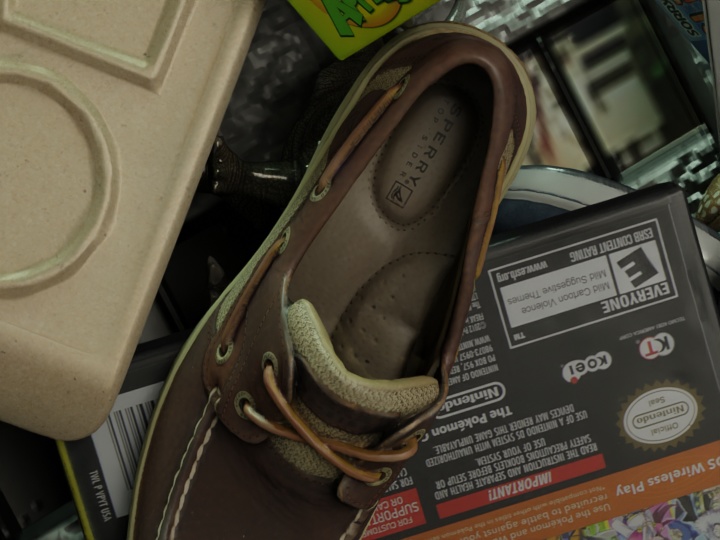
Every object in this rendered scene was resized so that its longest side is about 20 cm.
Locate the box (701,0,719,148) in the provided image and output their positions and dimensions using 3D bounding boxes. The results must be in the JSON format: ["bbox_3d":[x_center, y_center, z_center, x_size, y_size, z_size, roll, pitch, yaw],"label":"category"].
[{"bbox_3d":[0.184,-0.133,0.880,0.200,0.036,0.145,-32,122,-41],"label":"box"}]

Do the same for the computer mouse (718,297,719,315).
[{"bbox_3d":[0.204,0.056,0.821,0.140,0.046,0.201,-37,100,-32],"label":"computer mouse"}]

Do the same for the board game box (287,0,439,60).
[{"bbox_3d":[0.058,-0.152,0.734,0.048,0.101,0.200,48,54,-13],"label":"board game box"}]

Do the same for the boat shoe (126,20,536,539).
[{"bbox_3d":[-0.009,0.025,0.711,0.072,0.072,0.201,29,96,-5],"label":"boat shoe"}]

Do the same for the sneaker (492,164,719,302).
[{"bbox_3d":[0.093,0.073,0.834,0.202,0.077,0.147,41,64,-15],"label":"sneaker"}]

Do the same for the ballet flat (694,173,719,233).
[{"bbox_3d":[0.204,0.015,0.905,0.200,0.070,0.066,37,54,-19],"label":"ballet flat"}]

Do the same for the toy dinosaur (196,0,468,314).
[{"bbox_3d":[0.000,0.000,0.802,0.101,0.077,0.202,-1,78,-10],"label":"toy dinosaur"}]

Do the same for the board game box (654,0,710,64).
[{"bbox_3d":[0.116,-0.174,0.882,0.200,0.034,0.136,45,66,-28],"label":"board game box"}]

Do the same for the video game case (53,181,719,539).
[{"bbox_3d":[0.025,0.089,0.770,0.199,0.026,0.182,-17,97,-1],"label":"video game case"}]

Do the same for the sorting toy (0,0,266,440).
[{"bbox_3d":[-0.126,-0.074,0.737,0.184,0.036,0.201,21,88,-4],"label":"sorting toy"}]
